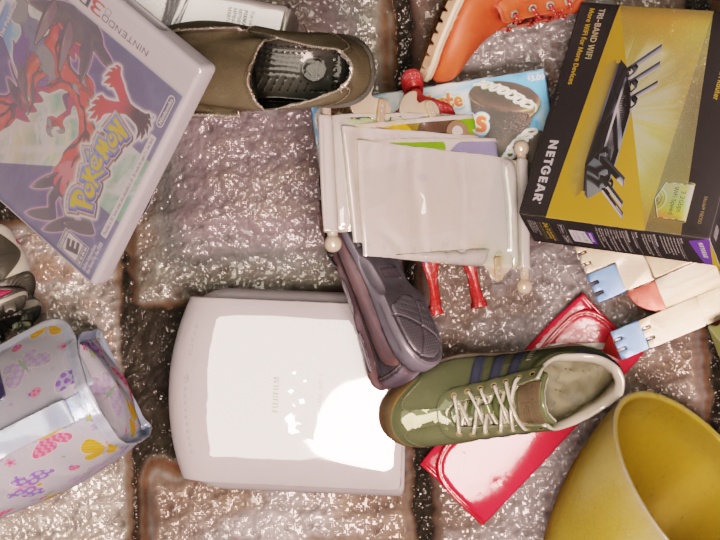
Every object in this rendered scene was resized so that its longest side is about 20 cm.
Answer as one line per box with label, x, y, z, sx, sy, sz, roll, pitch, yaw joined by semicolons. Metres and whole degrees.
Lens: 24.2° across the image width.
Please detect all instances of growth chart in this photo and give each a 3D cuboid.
growth chart;0.053;-0.067;1.322;0.198;0.018;0.146;10;77;-23

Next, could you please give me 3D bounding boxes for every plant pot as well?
plant pot;0.227;0.219;1.346;0.200;0.200;0.142;46;119;0

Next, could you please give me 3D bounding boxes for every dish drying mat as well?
dish drying mat;0.144;0.116;1.415;0.077;0.018;0.200;43;90;-1

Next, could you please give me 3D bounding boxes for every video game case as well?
video game case;-0.217;-0.122;1.255;0.182;0.023;0.201;40;118;17

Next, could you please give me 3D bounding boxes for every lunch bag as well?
lunch bag;-0.269;0.123;1.327;0.169;0.200;0.128;-28;91;1

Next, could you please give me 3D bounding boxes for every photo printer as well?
photo printer;-0.059;0.099;1.390;0.198;0.069;0.168;3;90;0

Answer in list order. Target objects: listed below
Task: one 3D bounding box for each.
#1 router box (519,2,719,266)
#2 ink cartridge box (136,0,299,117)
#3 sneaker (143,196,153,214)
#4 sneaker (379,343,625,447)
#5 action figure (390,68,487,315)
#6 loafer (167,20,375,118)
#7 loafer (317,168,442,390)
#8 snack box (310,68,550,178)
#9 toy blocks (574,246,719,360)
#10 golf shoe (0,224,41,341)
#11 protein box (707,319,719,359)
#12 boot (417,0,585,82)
router box;0.229;-0.112;1.335;0.156;0.052;0.201;8;68;26
ink cartridge box;-0.156;-0.184;1.351;0.198;0.144;0.085;10;93;1
sneaker;-0.263;-0.104;1.360;0.199;0.130;0.080;39;90;0
sneaker;0.120;0.099;1.338;0.198;0.090;0.068;-12;96;-17
action figure;0.058;-0.065;1.362;0.065;0.052;0.202;-9;87;-5
loafer;-0.088;-0.152;1.244;0.198;0.070;0.076;-4;94;1
loafer;0.000;0.000;1.339;0.063;0.072;0.201;-37;63;33
snack box;0.064;-0.095;1.404;0.198;0.037;0.117;-9;90;1
toy blocks;0.240;-0.019;1.384;0.136;0.100;0.201;-23;86;11
golf shoe;-0.367;0.029;1.400;0.198;0.077;0.089;-16;70;-2
protein box;0.391;0.133;1.288;0.134;0.199;0.201;-27;122;1
boot;0.128;-0.224;1.388;0.107;0.075;0.201;35;89;-5
